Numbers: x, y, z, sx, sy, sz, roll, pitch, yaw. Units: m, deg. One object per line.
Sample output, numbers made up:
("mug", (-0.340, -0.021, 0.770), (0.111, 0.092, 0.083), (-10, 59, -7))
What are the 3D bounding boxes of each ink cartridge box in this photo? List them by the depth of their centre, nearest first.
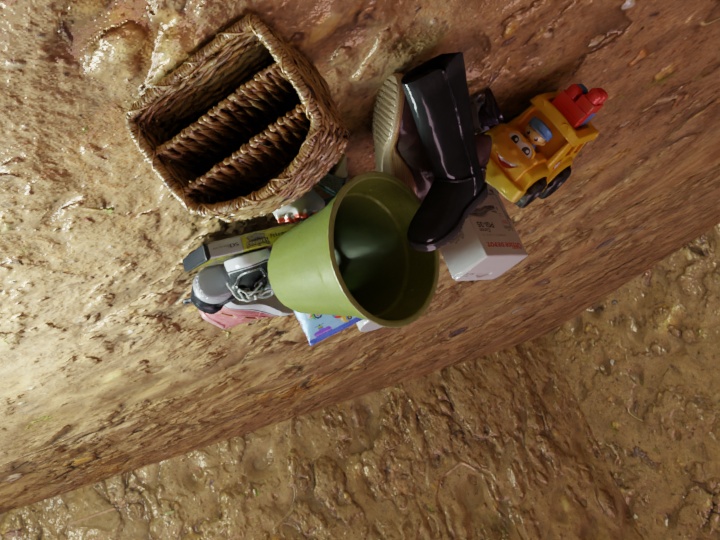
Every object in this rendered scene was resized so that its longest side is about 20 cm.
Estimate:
("ink cartridge box", (0.188, -0.091, 1.241), (0.146, 0.201, 0.083), (-2, 153, -49))

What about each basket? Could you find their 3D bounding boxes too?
("basket", (-0.131, -0.147, 0.788), (0.199, 0.144, 0.149), (-29, 162, 17))

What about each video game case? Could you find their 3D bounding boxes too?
("video game case", (-0.177, -0.039, 1.130), (0.179, 0.026, 0.200), (-16, -179, -23))

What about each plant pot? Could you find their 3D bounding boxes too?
("plant pot", (-0.027, -0.013, 0.978), (0.199, 0.202, 0.189), (-5, 174, -44))

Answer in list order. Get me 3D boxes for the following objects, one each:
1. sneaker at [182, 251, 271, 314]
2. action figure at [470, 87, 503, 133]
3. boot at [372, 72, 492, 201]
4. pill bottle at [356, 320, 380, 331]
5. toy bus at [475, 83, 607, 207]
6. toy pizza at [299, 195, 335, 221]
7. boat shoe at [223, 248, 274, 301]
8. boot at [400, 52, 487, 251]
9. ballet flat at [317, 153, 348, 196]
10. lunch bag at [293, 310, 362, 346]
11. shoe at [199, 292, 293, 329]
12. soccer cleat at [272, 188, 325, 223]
("sneaker", (-0.222, 0.022, 1.282), (0.199, 0.076, 0.114), (-14, 170, -38))
("action figure", (0.113, -0.200, 1.068), (0.199, 0.070, 0.130), (-25, 169, 18))
("boot", (0.103, -0.182, 0.990), (0.165, 0.073, 0.201), (-9, 131, -16))
("pill bottle", (0.000, 0.000, 1.269), (0.111, 0.201, 0.113), (-21, 163, -7))
("toy bus", (0.286, -0.211, 1.107), (0.199, 0.136, 0.192), (-24, 162, -50))
("toy pizza", (-0.024, -0.024, 1.189), (0.199, 0.201, 0.032), (-32, 175, 27))
("boat shoe", (-0.175, 0.016, 1.126), (0.073, 0.069, 0.199), (-17, 174, -18))
("boot", (0.092, -0.149, 0.898), (0.065, 0.201, 0.165), (10, -138, 34))
("ballet flat", (-0.056, -0.152, 1.001), (0.074, 0.075, 0.200), (-30, 164, 21))
("lunch bag", (-0.017, 0.003, 1.127), (0.199, 0.152, 0.094), (-27, 179, 22))
("shoe", (-0.220, 0.069, 1.419), (0.091, 0.072, 0.199), (-33, 154, 33))
("soccer cleat", (-0.095, -0.113, 1.062), (0.069, 0.078, 0.200), (-13, -178, 6))
